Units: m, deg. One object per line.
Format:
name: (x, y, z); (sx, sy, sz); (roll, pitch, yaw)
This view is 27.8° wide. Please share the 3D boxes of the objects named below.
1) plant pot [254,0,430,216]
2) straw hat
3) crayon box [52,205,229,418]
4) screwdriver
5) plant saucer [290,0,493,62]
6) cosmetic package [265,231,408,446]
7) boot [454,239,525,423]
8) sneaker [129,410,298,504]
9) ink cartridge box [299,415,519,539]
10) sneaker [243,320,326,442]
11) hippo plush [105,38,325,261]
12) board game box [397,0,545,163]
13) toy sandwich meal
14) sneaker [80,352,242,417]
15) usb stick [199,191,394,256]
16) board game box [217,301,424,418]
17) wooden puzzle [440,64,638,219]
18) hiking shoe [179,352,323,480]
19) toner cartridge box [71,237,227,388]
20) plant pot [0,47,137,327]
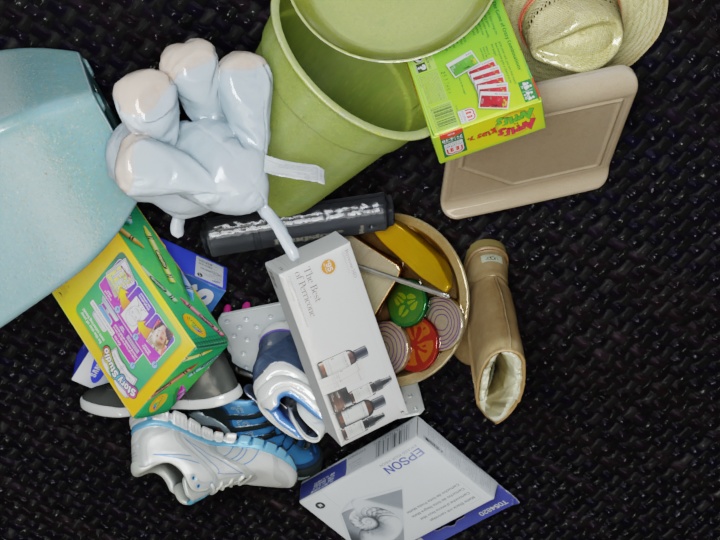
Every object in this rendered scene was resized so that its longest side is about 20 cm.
plant pot: (-0.045, -0.151, 1.389); (0.199, 0.201, 0.190); (26, 134, -21)
straw hat: (0.203, -0.232, 1.385); (0.199, 0.085, 0.202); (-1, 128, -2)
crayon box: (-0.237, 0.037, 1.510); (0.119, 0.201, 0.058); (-46, 160, 28)
screwdriver: (0.000, 0.000, 1.491); (0.199, 0.028, 0.029); (23, 127, 16)
plant saucer: (0.030, -0.276, 1.306); (0.198, 0.202, 0.031); (-8, 165, 3)
cosmetic package: (-0.022, 0.070, 1.473); (0.082, 0.051, 0.201); (-25, 112, -15)
boot: (0.132, 0.088, 1.551); (0.066, 0.201, 0.176); (-1, 127, -1)
sneaker: (-0.162, 0.218, 1.573); (0.199, 0.087, 0.075); (18, 144, -20)
ink cartridge box: (0.061, 0.284, 1.783); (0.199, 0.041, 0.200); (-34, 122, 29)
sneaker: (-0.034, 0.152, 1.593); (0.199, 0.147, 0.081); (33, 120, -24)
hippo plush: (-0.144, -0.115, 1.314); (0.199, 0.161, 0.160); (22, 81, -20)
board game box: (0.088, -0.205, 1.322); (0.101, 0.201, 0.048); (-18, 152, 3)
toy sandwich meal: (0.016, 0.027, 1.532); (0.203, 0.070, 0.207); (0, 91, 22)
sneaker: (-0.226, 0.101, 1.583); (0.199, 0.071, 0.100); (-8, 102, 25)
usb stick: (-0.064, -0.046, 1.477); (0.198, 0.033, 0.056); (-9, 151, -2)
board game box: (-0.042, 0.102, 1.664); (0.198, 0.026, 0.201); (-11, 127, 6)
wooden puzzle: (0.171, -0.129, 1.445); (0.183, 0.037, 0.200); (-13, 153, -6)
hiking shoe: (-0.114, 0.168, 1.644); (0.199, 0.075, 0.087); (35, 127, -19)
toner cartridge box: (-0.235, 0.060, 1.613); (0.094, 0.043, 0.200); (25, 122, -19)
plant pot: (-0.324, -0.102, 1.401); (0.199, 0.196, 0.197); (-27, 125, -1)
